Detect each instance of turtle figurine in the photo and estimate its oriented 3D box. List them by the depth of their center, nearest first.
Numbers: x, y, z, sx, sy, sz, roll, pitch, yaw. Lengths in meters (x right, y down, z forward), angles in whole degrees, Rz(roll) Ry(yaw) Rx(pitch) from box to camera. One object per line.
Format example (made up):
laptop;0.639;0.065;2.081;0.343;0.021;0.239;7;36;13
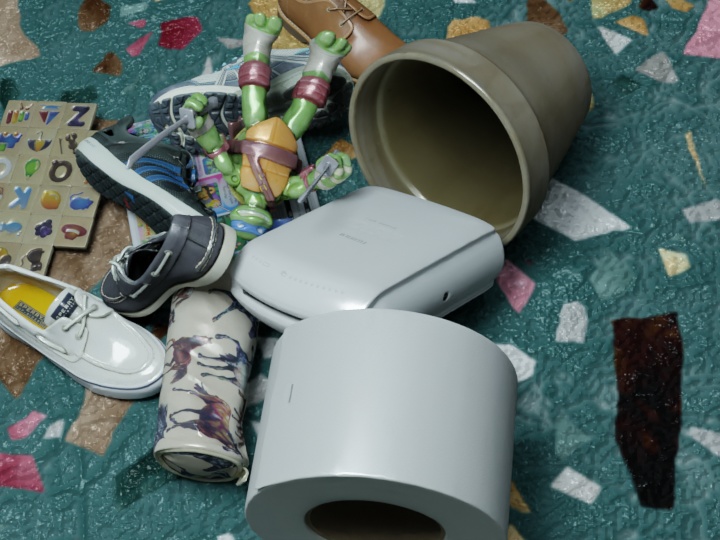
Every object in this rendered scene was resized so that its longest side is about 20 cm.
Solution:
turtle figurine;-0.076;-0.132;1.184;0.143;0.200;0.195;5;73;25

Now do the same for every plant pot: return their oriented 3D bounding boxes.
plant pot;0.119;-0.142;1.236;0.200;0.201;0.173;34;51;24

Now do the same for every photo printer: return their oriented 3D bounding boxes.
photo printer;0.000;0.000;1.155;0.166;0.070;0.200;21;35;38

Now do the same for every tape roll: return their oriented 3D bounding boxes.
tape roll;0.019;0.138;1.044;0.202;0.203;0.140;4;57;9

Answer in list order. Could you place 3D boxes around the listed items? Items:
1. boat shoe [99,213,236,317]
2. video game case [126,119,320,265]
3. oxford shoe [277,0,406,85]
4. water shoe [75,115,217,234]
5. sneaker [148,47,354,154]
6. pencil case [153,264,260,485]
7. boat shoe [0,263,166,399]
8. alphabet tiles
boat shoe;-0.184;-0.011;1.174;0.200;0.063;0.073;-18;54;50
video game case;-0.138;-0.080;1.308;0.181;0.024;0.201;-14;58;-3
oxford shoe;-0.015;-0.248;1.376;0.200;0.071;0.071;36;66;23
water shoe;-0.181;-0.083;1.259;0.200;0.072;0.079;35;65;24
sneaker;-0.109;-0.173;1.317;0.199;0.078;0.087;-9;45;-8
pencil case;-0.127;0.088;1.165;0.089;0.078;0.201;7;57;-6
boat shoe;-0.257;0.048;1.210;0.199;0.070;0.071;27;64;22
alphabet tiles;-0.330;-0.084;1.329;0.166;0.006;0.201;3;62;14
